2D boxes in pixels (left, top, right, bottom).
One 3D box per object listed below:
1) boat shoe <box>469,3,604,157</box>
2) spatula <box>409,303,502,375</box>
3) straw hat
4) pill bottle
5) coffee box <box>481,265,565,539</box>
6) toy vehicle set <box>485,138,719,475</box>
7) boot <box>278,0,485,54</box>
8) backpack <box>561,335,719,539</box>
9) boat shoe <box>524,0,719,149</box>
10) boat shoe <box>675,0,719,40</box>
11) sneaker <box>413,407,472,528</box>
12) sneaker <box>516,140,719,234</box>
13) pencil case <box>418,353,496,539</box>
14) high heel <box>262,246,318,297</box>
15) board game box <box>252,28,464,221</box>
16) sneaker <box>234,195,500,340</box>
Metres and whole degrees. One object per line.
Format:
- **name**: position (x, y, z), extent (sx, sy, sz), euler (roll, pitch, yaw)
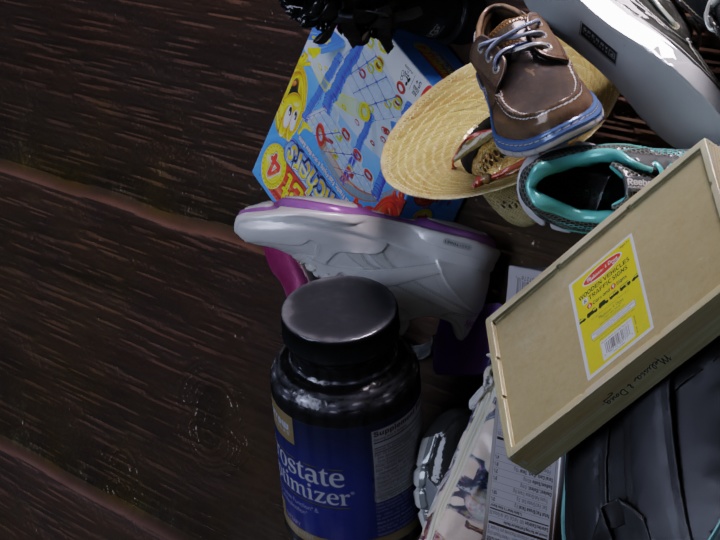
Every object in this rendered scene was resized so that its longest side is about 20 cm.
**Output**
- **boat shoe**: position (0.106, -0.132, 1.584), extent (0.200, 0.072, 0.072), euler (-121, 6, -71)
- **spatula**: position (0.045, 0.062, 1.845), extent (0.200, 0.021, 0.057), euler (-15, 61, 57)
- **straw hat**: position (0.117, -0.079, 1.690), extent (0.201, 0.201, 0.085), euler (17, 145, 54)
- **pill bottle**: position (-0.009, 0.109, 1.750), extent (0.112, 0.112, 0.200), euler (43, 146, 48)
- **coffee box**: position (0.157, 0.101, 1.605), extent (0.080, 0.113, 0.200), euler (11, 98, 55)
- **toy vehicle set**: position (0.159, 0.023, 1.451), extent (0.200, 0.027, 0.124), euler (-41, 34, 30)
- **boot**: position (-0.001, -0.253, 1.810), extent (0.073, 0.162, 0.198), euler (-48, 51, 41)
- **backpack**: position (0.214, 0.112, 1.472), extent (0.176, 0.153, 0.200), euler (-19, 51, 48)
- **boat shoe**: position (0.197, -0.155, 1.596), extent (0.200, 0.064, 0.071), euler (46, 154, 20)
- **boat shoe**: position (0.254, -0.171, 1.523), extent (0.200, 0.068, 0.072), euler (44, 125, 49)
- **sneaker**: position (0.099, 0.205, 1.727), extent (0.115, 0.075, 0.200), euler (17, 112, 49)
- **sneaker**: position (0.192, -0.047, 1.518), extent (0.200, 0.091, 0.078), euler (0, 92, 16)
- **pencil case**: position (0.088, 0.160, 1.661), extent (0.200, 0.089, 0.078), euler (-66, 20, -10)
- **high heel**: position (-0.046, 0.043, 1.923), extent (0.096, 0.067, 0.200), euler (-56, 46, 13)
- **board game box**: position (0.009, -0.101, 1.878), extent (0.200, 0.056, 0.196), euler (53, 129, 42)
- **sneaker**: position (0.000, 0.000, 1.769), extent (0.075, 0.200, 0.100), euler (-78, 0, -83)
